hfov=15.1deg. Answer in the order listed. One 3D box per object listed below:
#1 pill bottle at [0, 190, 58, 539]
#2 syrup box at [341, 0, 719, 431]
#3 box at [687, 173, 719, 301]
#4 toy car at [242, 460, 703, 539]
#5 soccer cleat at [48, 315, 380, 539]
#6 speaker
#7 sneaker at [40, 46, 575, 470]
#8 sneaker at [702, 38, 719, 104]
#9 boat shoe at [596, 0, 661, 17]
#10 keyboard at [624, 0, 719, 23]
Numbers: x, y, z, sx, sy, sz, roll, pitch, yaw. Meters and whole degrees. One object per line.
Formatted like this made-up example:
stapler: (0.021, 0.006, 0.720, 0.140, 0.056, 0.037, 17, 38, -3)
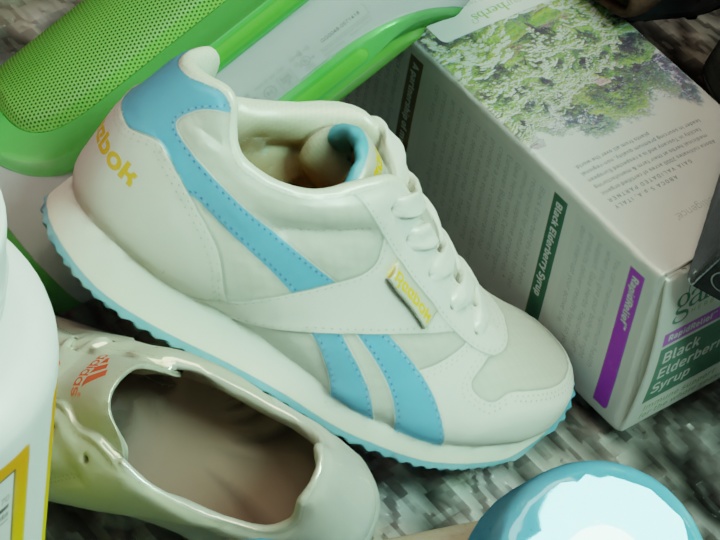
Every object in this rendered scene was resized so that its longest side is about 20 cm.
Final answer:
pill bottle: (-0.140, 0.054, 0.750, 0.108, 0.201, 0.110, 5, 46, -6)
syrup box: (0.064, -0.045, 0.963, 0.078, 0.082, 0.200, -25, 56, -30)
box: (0.202, -0.075, 0.874, 0.114, 0.132, 0.201, 26, 58, -9)
toy car: (0.012, 0.173, 0.721, 0.176, 0.184, 0.201, -11, 78, -20)
soccer cleat: (-0.088, 0.044, 0.837, 0.199, 0.078, 0.070, 15, 70, 14)
speaker: (-0.051, -0.072, 0.908, 0.200, 0.088, 0.089, -38, 57, 2)
sneaker: (0.000, 0.000, 0.868, 0.199, 0.081, 0.077, 25, 25, -33)
sneaker: (0.188, -0.073, 0.991, 0.060, 0.104, 0.200, 7, 38, -38)
boat shoe: (0.042, -0.166, 0.970, 0.200, 0.072, 0.072, 44, 64, 8)
keyboard: (0.064, -0.133, 1.072, 0.104, 0.040, 0.200, -14, 37, -38)
